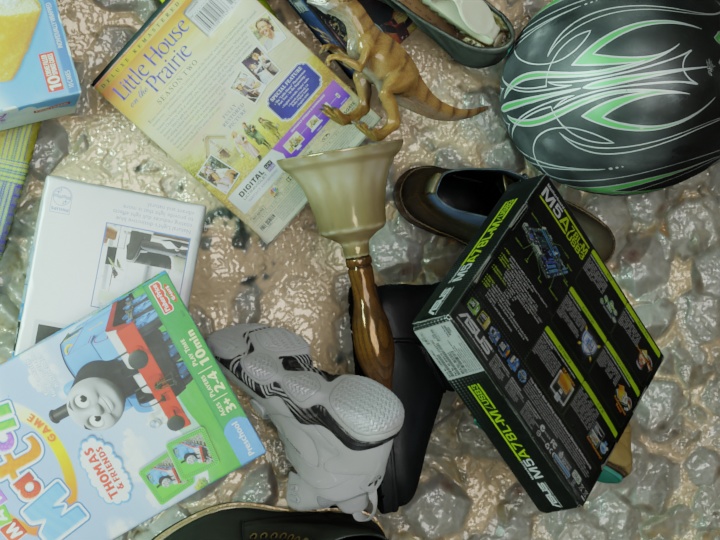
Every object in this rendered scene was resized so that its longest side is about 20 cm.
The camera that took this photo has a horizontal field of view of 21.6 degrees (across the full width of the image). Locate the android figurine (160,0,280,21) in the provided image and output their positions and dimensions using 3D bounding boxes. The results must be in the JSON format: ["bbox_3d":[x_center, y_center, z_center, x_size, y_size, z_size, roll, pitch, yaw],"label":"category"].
[{"bbox_3d":[-0.105,-0.290,1.581,0.182,0.041,0.200,-35,97,-9],"label":"android figurine"}]

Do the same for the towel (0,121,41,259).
[{"bbox_3d":[-0.346,-0.081,1.539,0.144,0.023,0.200,14,87,-11],"label":"towel"}]

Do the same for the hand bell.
[{"bbox_3d":[0.000,0.000,1.525,0.104,0.104,0.200,-11,94,-11],"label":"hand bell"}]

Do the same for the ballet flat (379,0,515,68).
[{"bbox_3d":[0.051,-0.238,1.539,0.200,0.068,0.068,33,78,-22],"label":"ballet flat"}]

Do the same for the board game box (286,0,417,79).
[{"bbox_3d":[0.024,-0.277,1.581,0.200,0.035,0.136,-46,109,-15],"label":"board game box"}]

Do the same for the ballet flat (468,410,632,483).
[{"bbox_3d":[0.161,0.124,1.577,0.200,0.069,0.063,29,69,-45],"label":"ballet flat"}]

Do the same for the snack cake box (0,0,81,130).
[{"bbox_3d":[-0.307,-0.214,1.511,0.115,0.067,0.200,-15,84,-16],"label":"snack cake box"}]

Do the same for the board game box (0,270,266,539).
[{"bbox_3d":[-0.191,0.114,1.355,0.200,0.037,0.151,-30,97,-6],"label":"board game box"}]

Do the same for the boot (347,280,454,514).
[{"bbox_3d":[0.082,0.097,1.585,0.168,0.076,0.200,-5,87,-9],"label":"boot"}]

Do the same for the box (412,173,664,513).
[{"bbox_3d":[0.147,0.057,1.500,0.200,0.048,0.193,54,43,-19],"label":"box"}]

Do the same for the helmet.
[{"bbox_3d":[0.218,-0.152,1.571,0.191,0.200,0.200,-9,90,-28],"label":"helmet"}]

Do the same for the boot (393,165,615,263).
[{"bbox_3d":[0.131,-0.041,1.588,0.200,0.097,0.075,14,86,-10],"label":"boot"}]

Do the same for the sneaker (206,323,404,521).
[{"bbox_3d":[-0.054,0.125,1.537,0.075,0.200,0.115,-22,128,-45],"label":"sneaker"}]

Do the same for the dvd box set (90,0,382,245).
[{"bbox_3d":[-0.102,-0.139,1.558,0.200,0.029,0.146,41,87,-17],"label":"dvd box set"}]

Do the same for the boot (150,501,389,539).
[{"bbox_3d":[-0.071,0.227,1.522,0.200,0.138,0.078,-10,91,-9],"label":"boot"}]

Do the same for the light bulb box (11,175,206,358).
[{"bbox_3d":[-0.202,0.040,1.472,0.125,0.198,0.200,11,86,-8],"label":"light bulb box"}]

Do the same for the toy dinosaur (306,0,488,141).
[{"bbox_3d":[0.029,-0.152,1.541,0.200,0.060,0.106,42,76,-29],"label":"toy dinosaur"}]
